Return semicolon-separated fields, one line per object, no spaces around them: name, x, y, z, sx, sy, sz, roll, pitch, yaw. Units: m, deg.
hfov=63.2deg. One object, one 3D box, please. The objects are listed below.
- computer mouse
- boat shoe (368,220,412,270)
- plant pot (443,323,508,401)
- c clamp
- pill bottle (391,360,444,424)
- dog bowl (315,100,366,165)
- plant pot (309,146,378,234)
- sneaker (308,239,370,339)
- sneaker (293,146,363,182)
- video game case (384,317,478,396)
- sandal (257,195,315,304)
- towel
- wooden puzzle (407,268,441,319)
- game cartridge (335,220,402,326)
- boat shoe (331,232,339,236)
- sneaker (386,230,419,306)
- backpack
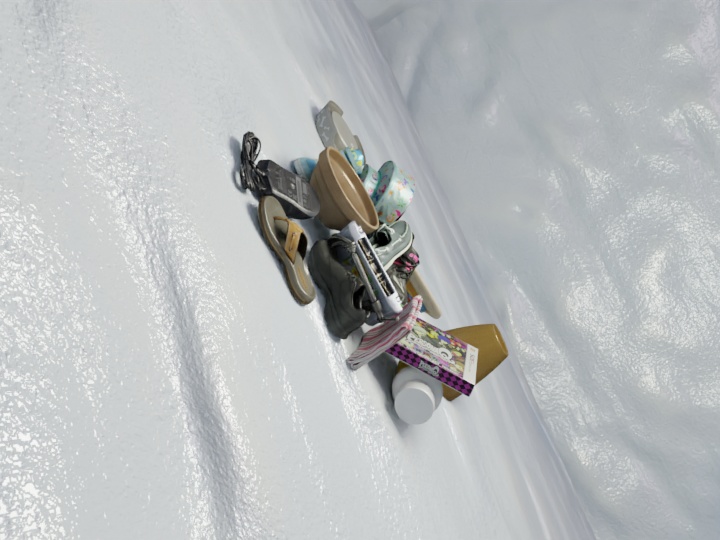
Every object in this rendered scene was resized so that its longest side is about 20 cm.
computer mouse;-0.159;-0.158;1.108;0.198;0.052;0.141;32;40;-40
boat shoe;0.060;-0.066;1.270;0.200;0.071;0.063;-50;139;-47
plant pot;0.296;0.229;1.602;0.187;0.197;0.188;50;22;-30
c clamp;-0.003;0.016;1.160;0.027;0.170;0.203;-28;92;-27
pill bottle;0.125;0.240;1.252;0.113;0.110;0.200;59;19;-10
dog bowl;-0.058;-0.375;1.660;0.201;0.058;0.202;53;22;-31
plant pot;-0.049;-0.154;1.255;0.202;0.092;0.202;51;19;-25
sneaker;-0.036;0.025;1.127;0.075;0.090;0.204;13;51;-59
sneaker;-0.065;-0.246;1.349;0.081;0.129;0.199;65;19;6
video game case;0.154;0.169;1.242;0.197;0.036;0.181;28;20;6
sandal;-0.118;-0.040;1.033;0.204;0.054;0.081;68;22;1
towel;0.053;0.117;1.165;0.030;0.145;0.200;52;19;-4
wooden puzzle;0.111;0.033;1.489;0.187;0.037;0.199;57;-13;-19
game cartridge;0.002;0.013;1.200;0.040;0.133;0.203;-27;86;-29
boat shoe;0.000;0.000;1.299;0.203;0.062;0.073;61;15;-12
sneaker;0.090;-0.013;1.314;0.076;0.083;0.204;36;43;-40
backpack;0.040;-0.170;1.430;0.150;0.199;0.179;39;27;-19
